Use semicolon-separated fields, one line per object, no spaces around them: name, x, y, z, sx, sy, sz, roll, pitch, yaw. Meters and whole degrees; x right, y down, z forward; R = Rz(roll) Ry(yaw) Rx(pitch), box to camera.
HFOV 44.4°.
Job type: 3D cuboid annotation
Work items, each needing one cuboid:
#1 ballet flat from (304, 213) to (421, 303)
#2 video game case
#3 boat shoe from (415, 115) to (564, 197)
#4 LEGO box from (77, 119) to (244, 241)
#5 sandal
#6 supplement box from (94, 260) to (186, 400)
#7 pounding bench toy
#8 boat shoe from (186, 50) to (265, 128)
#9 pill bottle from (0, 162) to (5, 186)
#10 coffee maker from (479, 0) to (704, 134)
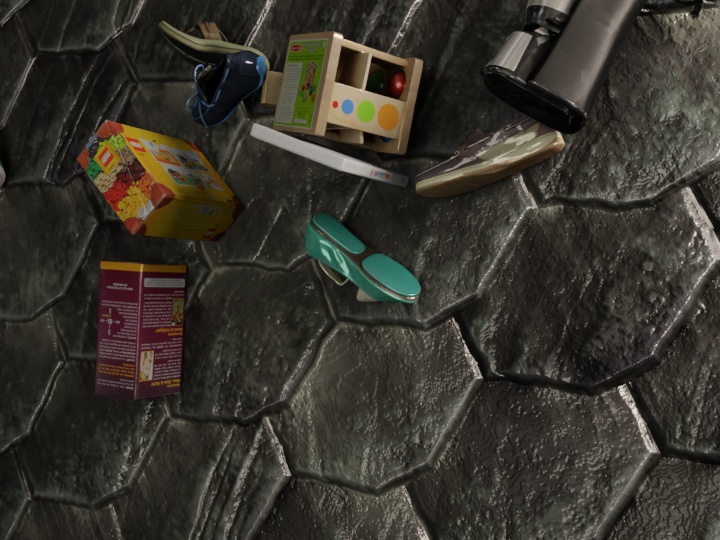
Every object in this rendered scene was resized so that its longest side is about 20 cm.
ballet flat;0.000;0.000;1.219;0.199;0.067;0.071;37;129;22
video game case;-0.035;-0.148;1.154;0.142;0.199;0.018;24;99;24
boat shoe;0.160;-0.150;1.134;0.198;0.072;0.066;-19;76;21
LEGO box;-0.283;-0.124;1.276;0.077;0.199;0.149;-46;71;17
sandal;-0.215;-0.337;1.325;0.199;0.080;0.058;20;75;21
supplement box;-0.334;0.089;1.347;0.085;0.110;0.203;3;90;26
pounding bench toy;-0.029;-0.236;1.193;0.199;0.154;0.126;19;99;57
boat shoe;-0.207;-0.273;1.275;0.199;0.068;0.085;-31;58;51
pill bottle;-0.704;-0.230;1.532;0.112;0.113;0.202;-33;76;22
coffee maker;0.265;-0.270;1.027;0.191;0.134;0.202;26;88;28
